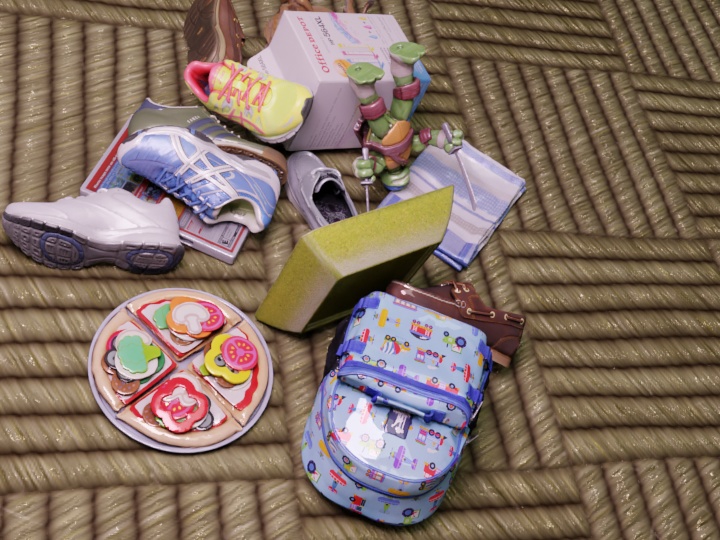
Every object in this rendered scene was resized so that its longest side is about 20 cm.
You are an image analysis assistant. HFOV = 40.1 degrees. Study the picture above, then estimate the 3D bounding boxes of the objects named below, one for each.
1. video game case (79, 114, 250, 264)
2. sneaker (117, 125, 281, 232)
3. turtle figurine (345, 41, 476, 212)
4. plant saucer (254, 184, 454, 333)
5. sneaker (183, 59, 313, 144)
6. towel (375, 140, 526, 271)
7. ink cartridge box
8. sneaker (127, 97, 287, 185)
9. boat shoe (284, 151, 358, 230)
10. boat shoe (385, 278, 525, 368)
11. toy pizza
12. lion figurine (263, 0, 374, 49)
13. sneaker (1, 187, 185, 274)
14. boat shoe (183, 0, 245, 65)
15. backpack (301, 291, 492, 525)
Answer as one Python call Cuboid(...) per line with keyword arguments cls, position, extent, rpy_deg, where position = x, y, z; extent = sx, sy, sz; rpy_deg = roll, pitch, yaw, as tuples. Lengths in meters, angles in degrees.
Cuboid(cls="video game case", position=(-0.219, -0.101, 1.200), extent=(0.198, 0.018, 0.144), rpy_deg=(24, 50, -2))
Cuboid(cls="sneaker", position=(-0.184, -0.105, 1.141), extent=(0.197, 0.076, 0.078), rpy_deg=(16, 51, -20))
Cuboid(cls="turtle figurine", position=(0.058, -0.158, 1.195), extent=(0.142, 0.196, 0.201), rpy_deg=(-9, 39, 5))
Cuboid(cls="plant saucer", position=(0.000, 0.000, 1.089), extent=(0.198, 0.200, 0.048), rpy_deg=(-19, 71, -30))
Cuboid(cls="sneaker", position=(-0.142, -0.212, 1.193), extent=(0.198, 0.090, 0.079), rpy_deg=(15, 79, 39))
Cuboid(cls="towel", position=(0.124, -0.099, 1.318), extent=(0.146, 0.024, 0.200), rpy_deg=(34, 51, 8))
Cuboid(cls="ink cartridge box", position=(-0.036, -0.247, 1.289), extent=(0.198, 0.126, 0.130), rpy_deg=(-8, 57, -34))
Cuboid(cls="sneaker", position=(-0.184, -0.163, 1.203), extent=(0.197, 0.067, 0.091), rpy_deg=(9, 51, -14))
Cuboid(cls="boat shoe", position=(-0.039, -0.088, 1.214), extent=(0.069, 0.072, 0.202), rpy_deg=(-7, 51, -24))
Cuboid(cls="boat shoe", position=(0.109, 0.046, 1.132), extent=(0.199, 0.071, 0.070), rpy_deg=(26, 1, -35))
Cuboid(cls="toy pizza", position=(-0.188, 0.098, 1.053), extent=(0.197, 0.032, 0.202), rpy_deg=(10, 52, -13))
Cuboid(cls="lion figurine", position=(-0.051, -0.351, 1.414), extent=(0.197, 0.073, 0.124), rpy_deg=(-5, 63, -28))
Cuboid(cls="sneaker", position=(-0.296, -0.050, 1.102), extent=(0.197, 0.075, 0.088), rpy_deg=(8, 54, -25))
Cuboid(cls="boat shoe", position=(-0.195, -0.319, 1.348), extent=(0.067, 0.072, 0.202), rpy_deg=(34, 32, -37))
Cuboid(cls="backpack", position=(0.035, 0.150, 1.030), extent=(0.180, 0.135, 0.202), rpy_deg=(24, 53, 0))
